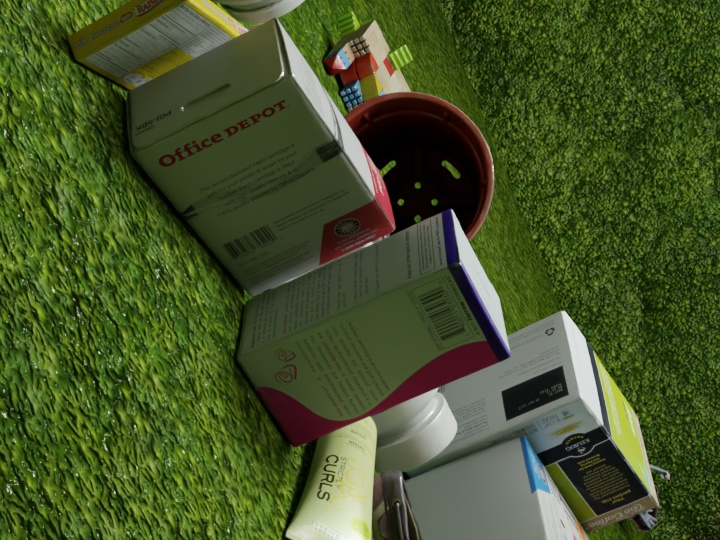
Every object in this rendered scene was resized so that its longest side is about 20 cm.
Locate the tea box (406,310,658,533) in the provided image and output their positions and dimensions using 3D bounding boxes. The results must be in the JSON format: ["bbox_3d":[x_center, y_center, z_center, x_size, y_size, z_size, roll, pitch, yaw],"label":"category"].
[{"bbox_3d":[0.175,0.181,1.549,0.197,0.200,0.134,53,21,-35],"label":"tea box"}]

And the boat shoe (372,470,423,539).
[{"bbox_3d":[0.047,0.268,1.285,0.200,0.065,0.072,66,12,-1],"label":"boat shoe"}]

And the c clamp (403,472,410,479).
[{"bbox_3d":[0.058,0.181,1.593,0.171,0.027,0.200,44,26,-47],"label":"c clamp"}]

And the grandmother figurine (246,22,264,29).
[{"bbox_3d":[-0.098,-0.182,1.537,0.121,0.061,0.200,31,29,-18],"label":"grandmother figurine"}]

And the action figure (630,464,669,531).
[{"bbox_3d":[0.530,0.441,2.950,0.149,0.134,0.200,20,10,-9],"label":"action figure"}]

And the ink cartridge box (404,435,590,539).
[{"bbox_3d":[0.147,0.297,1.460,0.200,0.144,0.147,56,16,-37],"label":"ink cartridge box"}]

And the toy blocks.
[{"bbox_3d":[0.017,-0.256,2.083,0.200,0.100,0.137,61,25,-18],"label":"toy blocks"}]

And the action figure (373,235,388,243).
[{"bbox_3d":[0.000,0.000,1.501,0.200,0.102,0.119,61,25,-30],"label":"action figure"}]

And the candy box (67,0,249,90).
[{"bbox_3d":[-0.148,-0.179,1.210,0.026,0.102,0.200,64,11,14],"label":"candy box"}]

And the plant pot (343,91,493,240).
[{"bbox_3d":[0.060,-0.091,1.741,0.195,0.200,0.201,37,31,-81],"label":"plant pot"}]

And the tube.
[{"bbox_3d":[-0.016,0.181,1.219,0.200,0.058,0.052,-78,158,-66],"label":"tube"}]

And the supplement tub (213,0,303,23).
[{"bbox_3d":[-0.133,-0.363,1.505,0.200,0.145,0.146,52,19,-48],"label":"supplement tub"}]

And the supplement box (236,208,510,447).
[{"bbox_3d":[0.010,0.048,1.227,0.101,0.200,0.103,61,13,-26],"label":"supplement box"}]

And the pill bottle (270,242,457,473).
[{"bbox_3d":[0.007,0.080,1.359,0.200,0.109,0.110,62,13,-18],"label":"pill bottle"}]

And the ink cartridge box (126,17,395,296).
[{"bbox_3d":[-0.081,-0.090,1.224,0.200,0.147,0.083,55,16,-44],"label":"ink cartridge box"}]
